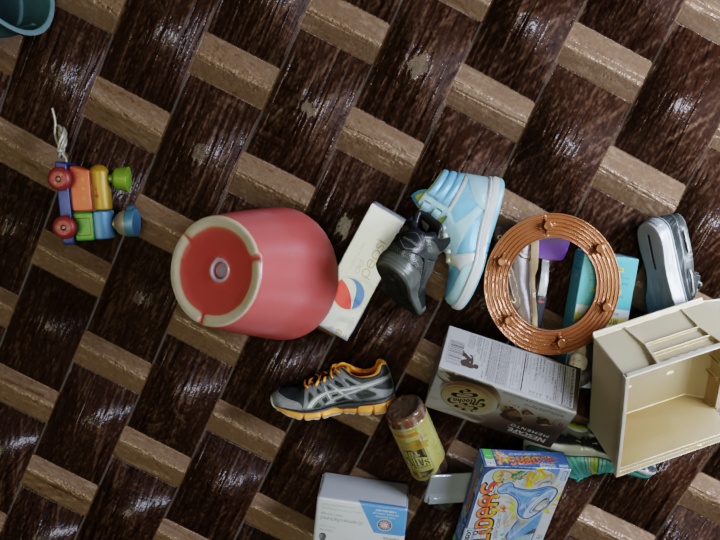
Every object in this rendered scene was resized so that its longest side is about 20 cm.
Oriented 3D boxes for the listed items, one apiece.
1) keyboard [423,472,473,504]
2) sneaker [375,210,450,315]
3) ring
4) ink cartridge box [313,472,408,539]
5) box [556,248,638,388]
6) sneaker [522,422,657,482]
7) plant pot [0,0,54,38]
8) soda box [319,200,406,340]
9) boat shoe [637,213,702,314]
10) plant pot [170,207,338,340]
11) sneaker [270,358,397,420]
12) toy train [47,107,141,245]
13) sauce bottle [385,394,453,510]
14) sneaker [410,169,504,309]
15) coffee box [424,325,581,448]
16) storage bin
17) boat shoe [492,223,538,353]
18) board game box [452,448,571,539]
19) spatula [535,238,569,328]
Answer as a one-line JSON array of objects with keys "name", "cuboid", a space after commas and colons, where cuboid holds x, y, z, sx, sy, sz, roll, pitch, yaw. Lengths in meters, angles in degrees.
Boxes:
[{"name": "keyboard", "cuboid": [0.196, 0.335, 0.977, 0.197, 0.011, 0.057, 2, 113, -15]}, {"name": "sneaker", "cuboid": [0.080, -0.008, 0.891, 0.076, 0.200, 0.115, 33, 75, 20]}, {"name": "ring", "cuboid": [0.274, 0.019, 0.890, 0.197, 0.019, 0.204, 0, 92, -1]}, {"name": "ink cartridge box", "cuboid": [-0.004, 0.445, 1.007, 0.143, 0.084, 0.203, 6, 100, 3]}, {"name": "box", "cuboid": [0.351, 0.074, 0.941, 0.081, 0.049, 0.203, 6, 99, 3]}, {"name": "sneaker", "cuboid": [0.352, 0.286, 0.974, 0.197, 0.078, 0.081, 10, 117, 8]}, {"name": "plant pot", "cuboid": [-0.575, -0.400, 0.870, 0.194, 0.200, 0.203, -12, 98, 15]}, {"name": "soda box", "cuboid": [0.000, 0.000, 0.947, 0.068, 0.064, 0.202, 28, 100, -1]}, {"name": "boat shoe", "cuboid": [0.461, 0.015, 0.912, 0.070, 0.072, 0.202, -18, 106, -10]}, {"name": "plant pot", "cuboid": [-0.152, 0.003, 0.872, 0.198, 0.177, 0.204, -1, 88, 22]}, {"name": "sneaker", "cuboid": [-0.042, 0.182, 0.976, 0.197, 0.078, 0.078, -5, 100, -6]}, {"name": "toy train", "cuboid": [-0.400, -0.143, 0.948, 0.114, 0.085, 0.203, -2, 99, -6]}, {"name": "sauce bottle", "cuboid": [0.100, 0.285, 0.967, 0.065, 0.066, 0.202, -22, 112, 7]}, {"name": "sneaker", "cuboid": [0.124, -0.052, 0.924, 0.129, 0.080, 0.203, 15, 90, -1]}, {"name": "coffee box", "cuboid": [0.205, 0.171, 0.919, 0.198, 0.080, 0.114, 18, 140, 6]}, {"name": "storage bin", "cuboid": [0.428, 0.161, 0.875, 0.196, 0.094, 0.202, -16, 125, -4]}, {"name": "boat shoe", "cuboid": [0.224, 0.032, 0.934, 0.069, 0.070, 0.203, -1, 91, -3]}, {"name": "board game box", "cuboid": [0.226, 0.360, 0.960, 0.133, 0.035, 0.202, 4, 119, -7]}, {"name": "spatula", "cuboid": [0.276, 0.022, 0.952, 0.056, 0.021, 0.203, 9, 100, 1]}]
